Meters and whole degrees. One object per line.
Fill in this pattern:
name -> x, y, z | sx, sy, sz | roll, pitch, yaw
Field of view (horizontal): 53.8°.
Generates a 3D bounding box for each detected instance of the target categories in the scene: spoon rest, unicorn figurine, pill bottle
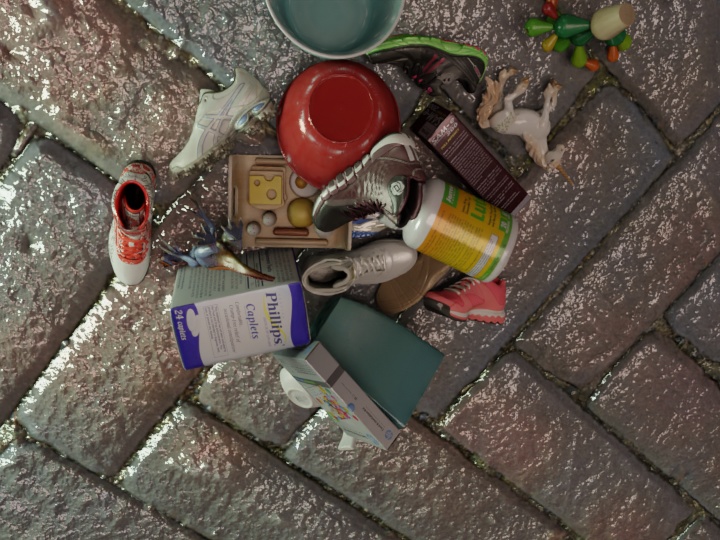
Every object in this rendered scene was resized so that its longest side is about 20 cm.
spoon rest -> -0.070, 0.236, 1.267 | 0.098, 0.061, 0.202 | -12, 124, 40
unicorn figurine -> 0.278, -0.245, 1.162 | 0.195, 0.074, 0.140 | 17, 117, -2
pill bottle -> 0.132, -0.072, 1.086 | 0.196, 0.111, 0.113 | 24, 105, -9

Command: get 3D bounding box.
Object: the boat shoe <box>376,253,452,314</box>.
boat shoe -> 0.111, 0.003, 1.216 | 0.200, 0.064, 0.072 | -45, 69, 19

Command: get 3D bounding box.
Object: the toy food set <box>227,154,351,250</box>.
toy food set -> -0.109, -0.106, 1.111 | 0.194, 0.060, 0.148 | 1, 99, -4

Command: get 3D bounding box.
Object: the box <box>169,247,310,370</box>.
box -> -0.186, 0.051, 1.111 | 0.194, 0.184, 0.108 | -11, 112, -6

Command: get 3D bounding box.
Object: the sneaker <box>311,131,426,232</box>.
sneaker -> 0.015, -0.092, 1.011 | 0.199, 0.117, 0.075 | -42, 150, 27

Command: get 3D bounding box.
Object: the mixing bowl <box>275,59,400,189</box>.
mixing bowl -> -0.031, -0.225, 1.043 | 0.194, 0.108, 0.207 | 0, 88, -3

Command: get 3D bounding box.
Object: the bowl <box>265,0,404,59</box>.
bowl -> -0.041, -0.384, 1.001 | 0.195, 0.105, 0.207 | 0, 87, -9

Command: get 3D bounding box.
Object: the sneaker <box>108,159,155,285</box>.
sneaker -> -0.351, -0.058, 1.078 | 0.065, 0.108, 0.207 | 9, 109, -14

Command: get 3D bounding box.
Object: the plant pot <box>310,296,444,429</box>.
plant pot -> 0.007, 0.144, 1.194 | 0.199, 0.141, 0.143 | 38, 72, -10

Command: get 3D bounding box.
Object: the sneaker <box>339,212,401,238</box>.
sneaker -> 0.055, -0.111, 1.159 | 0.194, 0.077, 0.088 | -11, 108, -7

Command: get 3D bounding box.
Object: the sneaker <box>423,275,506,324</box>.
sneaker -> 0.183, 0.039, 1.230 | 0.197, 0.073, 0.089 | 7, 97, -42

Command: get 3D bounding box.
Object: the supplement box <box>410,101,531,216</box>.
supplement box -> 0.176, -0.174, 1.140 | 0.199, 0.109, 0.061 | 40, 99, -23

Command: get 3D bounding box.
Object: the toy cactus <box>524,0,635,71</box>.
toy cactus -> 0.354, -0.373, 1.080 | 0.195, 0.164, 0.105 | 13, 88, -21

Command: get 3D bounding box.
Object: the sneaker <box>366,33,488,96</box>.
sneaker -> 0.103, -0.314, 1.091 | 0.194, 0.077, 0.086 | 6, 106, -12

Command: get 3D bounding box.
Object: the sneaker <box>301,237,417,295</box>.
sneaker -> 0.000, 0.000, 1.144 | 0.194, 0.116, 0.076 | -11, 102, 2

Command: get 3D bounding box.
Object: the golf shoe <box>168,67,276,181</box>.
golf shoe -> -0.224, -0.220, 1.075 | 0.199, 0.078, 0.098 | -39, 95, 0

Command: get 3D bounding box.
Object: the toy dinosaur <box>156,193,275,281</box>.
toy dinosaur -> -0.243, -0.017, 1.082 | 0.104, 0.181, 0.202 | -30, 83, -33

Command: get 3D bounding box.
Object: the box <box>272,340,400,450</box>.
box -> -0.042, 0.194, 1.133 | 0.041, 0.155, 0.201 | -47, 107, -20
